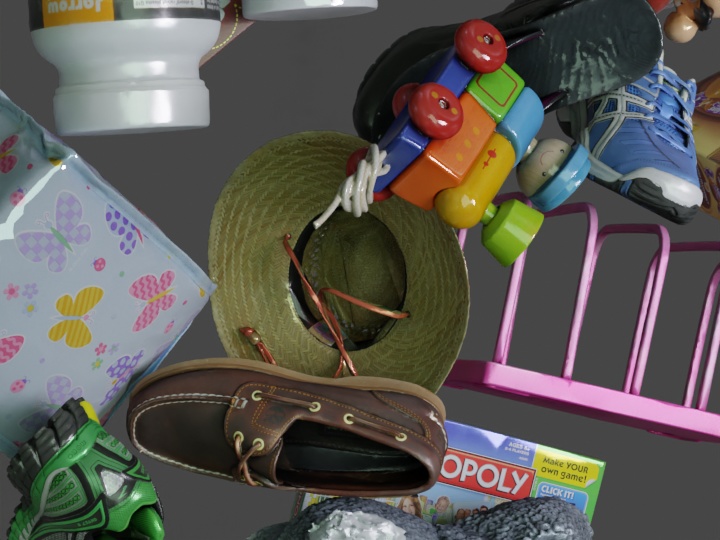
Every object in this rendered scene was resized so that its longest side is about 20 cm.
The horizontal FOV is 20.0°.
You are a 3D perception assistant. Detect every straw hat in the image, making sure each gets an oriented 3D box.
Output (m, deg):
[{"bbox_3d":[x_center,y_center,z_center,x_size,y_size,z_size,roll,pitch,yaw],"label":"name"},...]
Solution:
[{"bbox_3d":[0.000,0.000,1.300,0.085,0.200,0.203,-28,102,-57],"label":"straw hat"}]

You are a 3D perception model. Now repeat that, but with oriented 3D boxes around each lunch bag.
[{"bbox_3d":[-0.197,0.019,1.233,0.170,0.127,0.200,-50,136,-3],"label":"lunch bag"}]

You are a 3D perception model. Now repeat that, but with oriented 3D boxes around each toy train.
[{"bbox_3d":[0.054,-0.044,1.164,0.116,0.085,0.200,40,45,-7],"label":"toy train"}]

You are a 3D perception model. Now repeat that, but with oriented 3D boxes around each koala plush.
[{"bbox_3d":[0.031,0.200,1.259,0.199,0.177,0.185,24,75,-14],"label":"koala plush"}]

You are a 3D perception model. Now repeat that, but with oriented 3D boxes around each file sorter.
[{"bbox_3d":[0.161,0.031,1.317,0.198,0.139,0.127,13,85,-15],"label":"file sorter"}]

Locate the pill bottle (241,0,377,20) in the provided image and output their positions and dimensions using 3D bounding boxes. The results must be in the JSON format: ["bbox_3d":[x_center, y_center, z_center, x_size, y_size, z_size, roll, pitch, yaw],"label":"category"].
[{"bbox_3d":[-0.038,-0.258,1.254,0.111,0.112,0.202,-5,92,-14],"label":"pill bottle"}]

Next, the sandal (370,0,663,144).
[{"bbox_3d":[0.091,-0.115,1.264,0.199,0.048,0.076,-27,99,12],"label":"sandal"}]

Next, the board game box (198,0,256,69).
[{"bbox_3d":[-0.101,-0.198,1.307,0.200,0.019,0.103,-41,102,-10],"label":"board game box"}]

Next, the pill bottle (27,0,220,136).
[{"bbox_3d":[-0.143,-0.184,1.228,0.115,0.116,0.202,-4,92,-14],"label":"pill bottle"}]

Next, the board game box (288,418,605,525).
[{"bbox_3d":[0.053,0.167,1.356,0.198,0.029,0.136,15,89,-15],"label":"board game box"}]

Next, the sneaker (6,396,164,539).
[{"bbox_3d":[-0.160,0.153,1.217,0.085,0.200,0.078,43,71,13],"label":"sneaker"}]

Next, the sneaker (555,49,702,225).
[{"bbox_3d":[0.174,-0.093,1.284,0.075,0.200,0.077,26,109,-20],"label":"sneaker"}]

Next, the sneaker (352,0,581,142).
[{"bbox_3d":[0.086,-0.136,1.322,0.199,0.091,0.076,-30,101,-11],"label":"sneaker"}]

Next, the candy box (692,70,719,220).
[{"bbox_3d":[0.274,-0.077,1.314,0.116,0.200,0.057,-28,115,-12],"label":"candy box"}]

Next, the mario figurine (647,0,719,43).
[{"bbox_3d":[0.245,-0.164,1.308,0.199,0.123,0.107,17,60,-22],"label":"mario figurine"}]

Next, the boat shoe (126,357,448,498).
[{"bbox_3d":[-0.047,0.099,1.232,0.198,0.071,0.071,1,124,6],"label":"boat shoe"}]
